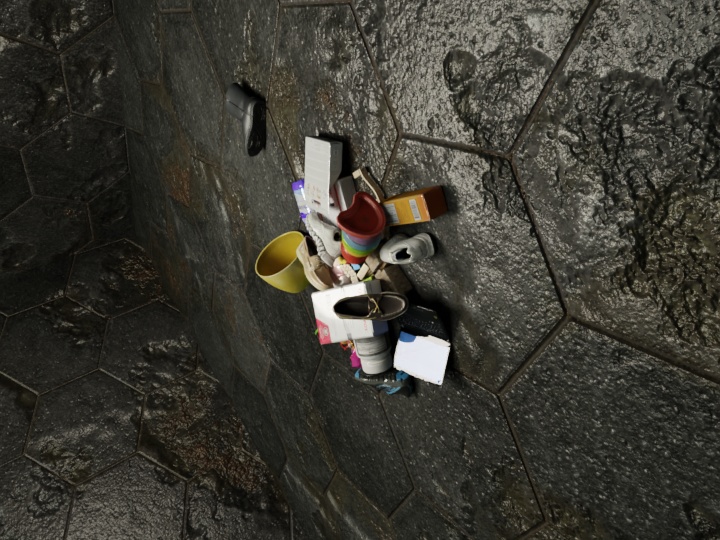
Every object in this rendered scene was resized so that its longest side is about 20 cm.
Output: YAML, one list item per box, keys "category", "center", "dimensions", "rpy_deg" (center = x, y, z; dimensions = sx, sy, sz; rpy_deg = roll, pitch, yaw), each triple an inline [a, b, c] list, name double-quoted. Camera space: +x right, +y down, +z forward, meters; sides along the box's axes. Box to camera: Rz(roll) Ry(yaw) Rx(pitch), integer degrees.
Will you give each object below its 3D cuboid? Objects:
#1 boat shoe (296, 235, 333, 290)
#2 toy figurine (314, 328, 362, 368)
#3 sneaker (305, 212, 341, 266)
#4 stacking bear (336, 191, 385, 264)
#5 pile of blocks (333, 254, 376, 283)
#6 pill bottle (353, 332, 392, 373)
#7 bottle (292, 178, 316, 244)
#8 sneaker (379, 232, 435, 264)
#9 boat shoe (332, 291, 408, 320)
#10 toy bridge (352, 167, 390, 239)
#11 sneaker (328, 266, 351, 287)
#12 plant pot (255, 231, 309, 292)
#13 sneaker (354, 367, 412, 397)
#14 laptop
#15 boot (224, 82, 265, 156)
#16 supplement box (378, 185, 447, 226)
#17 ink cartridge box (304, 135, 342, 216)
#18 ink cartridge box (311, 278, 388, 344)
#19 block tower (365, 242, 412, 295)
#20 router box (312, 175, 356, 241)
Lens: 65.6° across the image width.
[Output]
- category: "boat shoe"
  center: [-0.136, -0.020, 1.705]
  dimensions: [0.202, 0.070, 0.065]
  rpy_deg: [55, 129, 30]
- category: "toy figurine"
  center: [-0.036, 0.229, 1.794]
  dimensions: [0.185, 0.149, 0.200]
  rpy_deg: [50, 167, 8]
- category: "sneaker"
  center: [-0.100, -0.105, 1.635]
  dimensions: [0.081, 0.075, 0.202]
  rpy_deg: [-39, 52, 13]
- category: "stacking bear"
  center: [-0.004, -0.086, 1.447]
  dimensions: [0.113, 0.122, 0.201]
  rpy_deg: [35, 153, 8]
- category: "pile of blocks"
  center: [0.000, 0.000, 1.635]
  dimensions: [0.200, 0.062, 0.083]
  rpy_deg: [46, 117, 15]
- category: "pill bottle"
  center: [0.031, 0.194, 1.662]
  dimensions: [0.113, 0.112, 0.206]
  rpy_deg: [9, 117, 53]
- category: "bottle"
  center: [-0.153, -0.186, 1.750]
  dimensions: [0.083, 0.064, 0.206]
  rpy_deg: [-1, 108, 55]
- category: "sneaker"
  center: [0.102, -0.051, 1.429]
  dimensions: [0.198, 0.086, 0.076]
  rpy_deg: [-12, 101, 59]
- category: "boat shoe"
  center: [0.024, 0.093, 1.426]
  dimensions: [0.194, 0.059, 0.074]
  rpy_deg: [-3, 86, 13]
- category: "toy bridge"
  center: [0.040, -0.180, 1.498]
  dimensions: [0.067, 0.027, 0.205]
  rpy_deg: [-18, 94, 57]
- category: "sneaker"
  center: [-0.086, 0.021, 1.766]
  dimensions: [0.198, 0.074, 0.108]
  rpy_deg: [-16, 91, 54]
- category: "plant pot"
  center: [-0.238, -0.010, 1.903]
  dimensions: [0.198, 0.201, 0.143]
  rpy_deg: [21, 155, 49]
- category: "sneaker"
  center: [0.068, 0.342, 1.699]
  dimensions: [0.196, 0.073, 0.084]
  rpy_deg: [3, 124, 36]
- category: "laptop"
  center: [0.140, 0.184, 1.471]
  dimensions: [0.174, 0.104, 0.202]
  rpy_deg: [15, 147, 41]
- category: "boot"
  center: [-0.395, -0.515, 1.903]
  dimensions: [0.167, 0.075, 0.205]
  rpy_deg: [38, 131, 34]
- category: "supplement box"
  center: [0.119, -0.154, 1.360]
  dimensions: [0.198, 0.066, 0.071]
  rpy_deg: [3, 115, 57]
- category: "ink cartridge box"
  center: [-0.108, -0.273, 1.598]
  dimensions: [0.159, 0.046, 0.206]
  rpy_deg: [30, 123, 54]
- category: "ink cartridge box"
  center: [-0.029, 0.115, 1.548]
  dimensions: [0.196, 0.082, 0.150]
  rpy_deg: [-13, 86, 37]
- category: "block tower"
  center: [0.067, -0.008, 1.539]
  dimensions: [0.203, 0.057, 0.054]
  rpy_deg: [60, 148, 16]
- category: "router box"
  center: [-0.065, -0.164, 1.647]
  dimensions: [0.178, 0.048, 0.206]
  rpy_deg: [2, 111, 56]
